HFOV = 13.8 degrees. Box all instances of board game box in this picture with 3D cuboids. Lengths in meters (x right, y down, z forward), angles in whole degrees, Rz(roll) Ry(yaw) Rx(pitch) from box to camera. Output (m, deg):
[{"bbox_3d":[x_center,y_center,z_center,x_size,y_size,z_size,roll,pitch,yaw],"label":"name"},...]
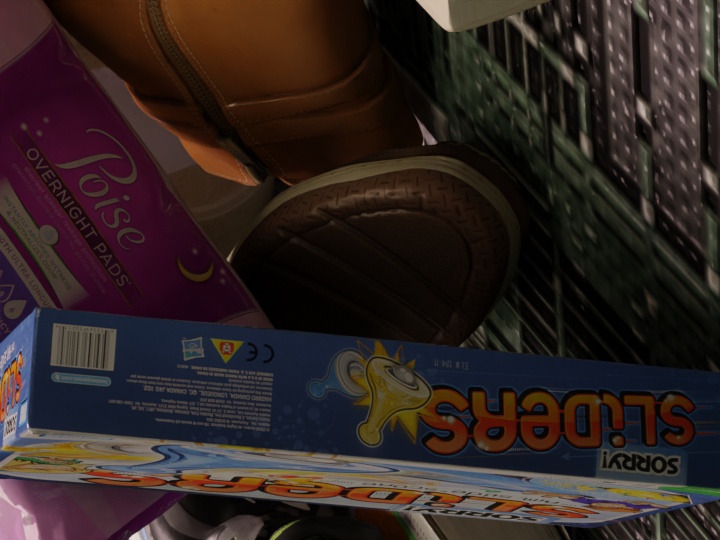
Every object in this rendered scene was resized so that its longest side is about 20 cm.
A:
[{"bbox_3d":[-0.005,0.045,0.850,0.135,0.200,0.035,148,127,-74],"label":"board game box"}]

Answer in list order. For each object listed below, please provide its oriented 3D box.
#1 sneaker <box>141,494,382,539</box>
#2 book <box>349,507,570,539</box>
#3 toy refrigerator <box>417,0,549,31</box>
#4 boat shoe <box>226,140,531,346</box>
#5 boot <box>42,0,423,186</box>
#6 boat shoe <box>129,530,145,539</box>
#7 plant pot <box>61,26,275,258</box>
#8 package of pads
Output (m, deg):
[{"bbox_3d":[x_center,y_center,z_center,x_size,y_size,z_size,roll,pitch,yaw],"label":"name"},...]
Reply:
[{"bbox_3d":[-0.017,0.107,1.039,0.200,0.071,0.083,45,148,48],"label":"sneaker"},{"bbox_3d":[0.043,0.137,1.075,0.134,0.048,0.200,60,163,25],"label":"book"},{"bbox_3d":[0.008,-0.149,0.778,0.200,0.076,0.070,52,157,45],"label":"toy refrigerator"},{"bbox_3d":[-0.005,-0.004,0.999,0.075,0.075,0.202,44,143,-11],"label":"boat shoe"},{"bbox_3d":[-0.014,-0.084,0.937,0.200,0.074,0.155,11,148,40],"label":"boot"},{"bbox_3d":[-0.067,0.159,1.172,0.074,0.067,0.200,-94,-18,-59],"label":"boat shoe"},{"bbox_3d":[-0.112,-0.029,1.171,0.200,0.187,0.188,-35,76,59],"label":"plant pot"},{"bbox_3d":[-0.119,-0.006,0.948,0.200,0.120,0.076,54,149,0],"label":"package of pads"}]
